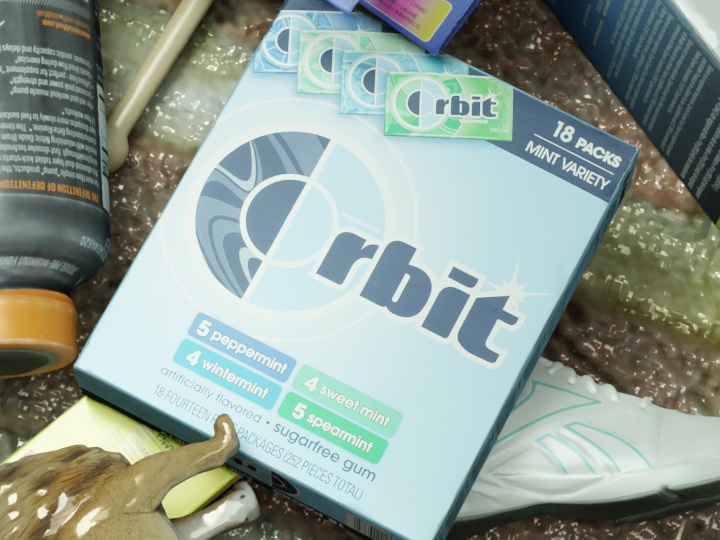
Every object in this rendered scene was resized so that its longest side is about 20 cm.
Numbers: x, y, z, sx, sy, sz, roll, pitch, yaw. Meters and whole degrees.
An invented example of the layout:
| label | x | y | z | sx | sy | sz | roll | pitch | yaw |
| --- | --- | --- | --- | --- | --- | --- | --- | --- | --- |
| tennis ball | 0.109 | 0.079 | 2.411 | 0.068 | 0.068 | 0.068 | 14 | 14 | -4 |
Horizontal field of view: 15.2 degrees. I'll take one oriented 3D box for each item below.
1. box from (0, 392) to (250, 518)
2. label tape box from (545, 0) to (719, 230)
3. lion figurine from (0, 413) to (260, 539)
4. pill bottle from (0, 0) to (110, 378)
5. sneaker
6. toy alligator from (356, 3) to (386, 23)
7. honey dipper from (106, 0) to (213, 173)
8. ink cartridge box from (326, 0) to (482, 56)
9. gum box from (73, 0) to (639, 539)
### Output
| label | x | y | z | sx | sy | sz | roll | pitch | yaw |
| --- | --- | --- | --- | --- | --- | --- | --- | --- | --- |
| box | -0.069 | 0.061 | 1.187 | 0.200 | 0.050 | 0.075 | -38 | 80 | -11 |
| label tape box | 0.167 | -0.086 | 1.188 | 0.066 | 0.143 | 0.200 | -36 | 79 | -10 |
| lion figurine | -0.082 | 0.131 | 1.063 | 0.122 | 0.073 | 0.200 | -24 | 40 | -14 |
| pill bottle | -0.164 | -0.055 | 1.185 | 0.106 | 0.106 | 0.201 | -3 | 75 | -3 |
| sneaker | 0.090 | 0.071 | 1.183 | 0.200 | 0.070 | 0.080 | -4 | 73 | -3 |
| toy alligator | -0.040 | -0.158 | 1.206 | 0.200 | 0.059 | 0.054 | 26 | 83 | -30 |
| honey dipper | -0.072 | -0.131 | 1.245 | 0.038 | 0.038 | 0.200 | 31 | 78 | 6 |
| ink cartridge box | 0.016 | -0.185 | 1.180 | 0.136 | 0.076 | 0.200 | 35 | 36 | -4 |
| gum box | 0.000 | 0.000 | 1.157 | 0.170 | 0.045 | 0.200 | 27 | 73 | 9 |
